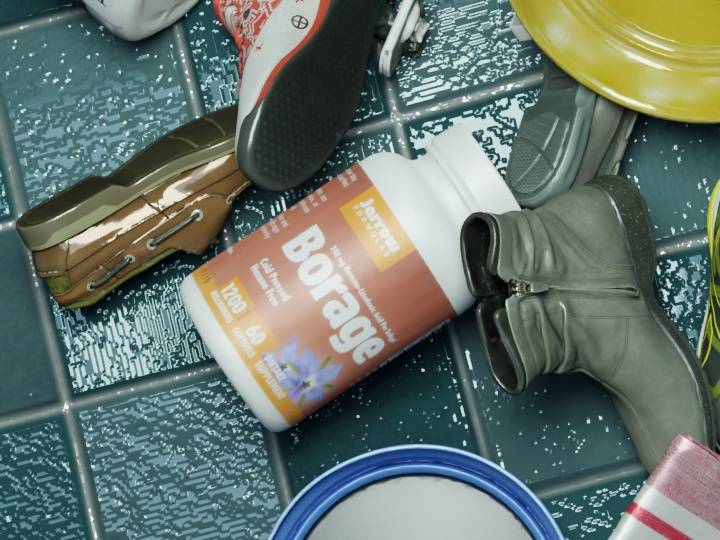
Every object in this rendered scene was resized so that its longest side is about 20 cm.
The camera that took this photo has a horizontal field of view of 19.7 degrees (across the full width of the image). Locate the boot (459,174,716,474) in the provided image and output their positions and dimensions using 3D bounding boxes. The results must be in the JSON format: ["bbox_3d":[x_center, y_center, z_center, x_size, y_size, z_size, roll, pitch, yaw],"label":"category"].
[{"bbox_3d":[0.126,0.049,1.217,0.130,0.068,0.201,-22,94,-37],"label":"boot"}]

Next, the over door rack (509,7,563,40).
[{"bbox_3d":[0.125,-0.257,1.246,0.067,0.148,0.200,9,61,47],"label":"over door rack"}]

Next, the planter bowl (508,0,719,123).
[{"bbox_3d":[0.185,-0.186,1.188,0.200,0.201,0.084,26,54,9],"label":"planter bowl"}]

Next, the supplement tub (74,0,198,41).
[{"bbox_3d":[-0.180,-0.249,1.308,0.200,0.123,0.123,40,87,10],"label":"supplement tub"}]

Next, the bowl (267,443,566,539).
[{"bbox_3d":[0.035,0.207,1.260,0.200,0.039,0.201,-1,81,6],"label":"bowl"}]

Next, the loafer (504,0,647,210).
[{"bbox_3d":[0.152,-0.121,1.293,0.063,0.072,0.200,30,80,-35],"label":"loafer"}]

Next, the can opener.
[{"bbox_3d":[0.039,-0.218,1.316,0.067,0.053,0.200,20,83,9],"label":"can opener"}]

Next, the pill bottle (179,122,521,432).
[{"bbox_3d":[0.000,0.000,1.257,0.200,0.112,0.112,-34,80,0],"label":"pill bottle"}]

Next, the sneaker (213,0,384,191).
[{"bbox_3d":[-0.051,-0.135,1.280,0.108,0.067,0.202,-1,61,46],"label":"sneaker"}]

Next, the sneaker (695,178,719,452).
[{"bbox_3d":[0.236,0.026,1.243,0.074,0.085,0.201,-4,81,6],"label":"sneaker"}]

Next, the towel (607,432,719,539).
[{"bbox_3d":[0.190,0.214,1.220,0.144,0.023,0.200,33,88,-15],"label":"towel"}]

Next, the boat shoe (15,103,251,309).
[{"bbox_3d":[-0.115,-0.045,1.305,0.200,0.072,0.068,-26,110,-7],"label":"boat shoe"}]
